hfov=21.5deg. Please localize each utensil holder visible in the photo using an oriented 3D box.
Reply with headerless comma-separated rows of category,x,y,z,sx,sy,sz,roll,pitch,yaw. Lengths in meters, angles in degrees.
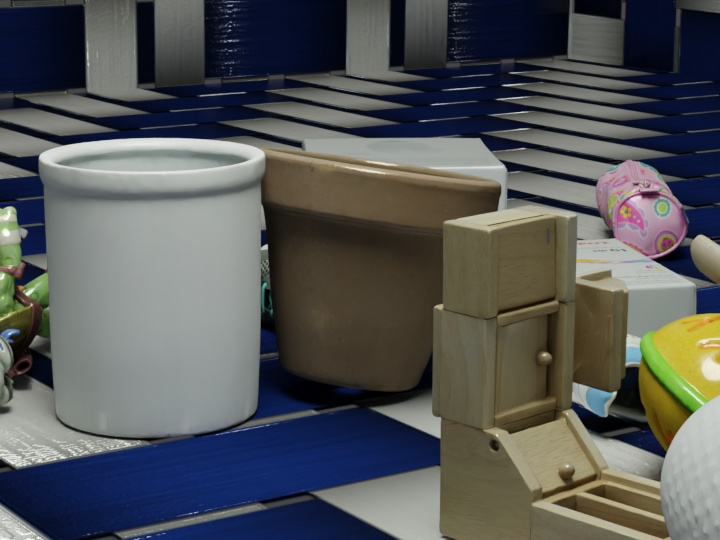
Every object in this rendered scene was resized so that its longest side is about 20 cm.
utensil holder,-0.155,0.010,1.440,0.169,0.201,0.170,0,11,0

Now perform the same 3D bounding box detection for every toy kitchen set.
toy kitchen set,0.164,0.069,1.165,0.163,0.201,0.180,-12,17,-42

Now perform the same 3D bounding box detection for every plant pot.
plant pot,0.000,0.000,1.507,0.200,0.175,0.200,9,5,-1

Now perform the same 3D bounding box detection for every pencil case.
pencil case,0.308,-0.069,2.089,0.087,0.088,0.200,1,11,2

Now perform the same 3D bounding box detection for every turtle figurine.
turtle figurine,-0.311,0.003,1.587,0.200,0.144,0.194,21,14,29

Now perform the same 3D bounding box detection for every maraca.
maraca,0.255,0.097,1.265,0.137,0.107,0.200,22,18,-23

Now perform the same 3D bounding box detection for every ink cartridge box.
ink cartridge box,0.181,0.033,1.612,0.144,0.085,0.200,-3,11,-12

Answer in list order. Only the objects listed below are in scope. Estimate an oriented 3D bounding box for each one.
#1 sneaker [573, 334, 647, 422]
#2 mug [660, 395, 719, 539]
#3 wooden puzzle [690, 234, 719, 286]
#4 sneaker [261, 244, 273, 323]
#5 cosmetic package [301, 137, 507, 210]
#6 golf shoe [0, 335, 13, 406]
sneaker,0.248,0.087,1.436,0.199,0.072,0.073,2,45,-24
mug,0.264,0.142,1.013,0.200,0.148,0.175,30,-3,-29
wooden puzzle,0.330,0.047,1.344,0.200,0.046,0.185,40,5,-7
sneaker,-0.047,0.024,1.687,0.199,0.078,0.091,3,16,21
cosmetic package,0.041,-0.065,1.973,0.199,0.123,0.200,0,11,-3
golf shoe,-0.366,0.073,1.457,0.199,0.079,0.097,4,19,26
